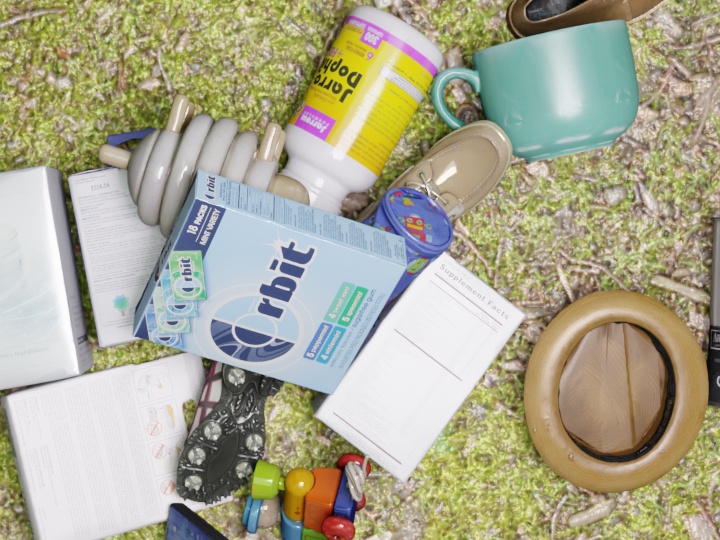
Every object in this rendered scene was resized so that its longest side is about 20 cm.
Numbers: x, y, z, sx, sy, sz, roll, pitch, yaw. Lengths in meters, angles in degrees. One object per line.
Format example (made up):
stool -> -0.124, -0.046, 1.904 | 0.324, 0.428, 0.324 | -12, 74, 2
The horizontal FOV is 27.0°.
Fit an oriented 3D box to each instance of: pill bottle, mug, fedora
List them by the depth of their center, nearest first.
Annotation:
pill bottle -> -0.009, -0.148, 1.460 | 0.104, 0.104, 0.201 | 29, 89, -4
mug -> 0.179, -0.167, 1.460 | 0.184, 0.152, 0.116 | -10, 94, 34
fedora -> 0.248, 0.116, 1.498 | 0.198, 0.082, 0.203 | -1, 97, -5

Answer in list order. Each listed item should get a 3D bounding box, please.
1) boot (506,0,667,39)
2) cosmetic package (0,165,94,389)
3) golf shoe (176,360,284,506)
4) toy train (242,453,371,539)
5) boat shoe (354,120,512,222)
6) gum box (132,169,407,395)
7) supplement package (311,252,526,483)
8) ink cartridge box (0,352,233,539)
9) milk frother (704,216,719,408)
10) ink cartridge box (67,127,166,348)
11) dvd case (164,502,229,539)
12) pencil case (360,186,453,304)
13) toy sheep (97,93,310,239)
boot -> 0.246, -0.278, 1.492 | 0.198, 0.075, 0.074 | -22, 91, -5
cosmetic package -> -0.372, 0.014, 1.429 | 0.197, 0.123, 0.202 | -10, 91, -4
golf shoe -> -0.126, 0.134, 1.475 | 0.077, 0.088, 0.202 | 20, 103, -20
toy train -> -0.053, 0.206, 1.430 | 0.114, 0.201, 0.085 | 12, 55, 4
boat shoe -> 0.063, -0.069, 1.441 | 0.199, 0.065, 0.072 | -35, 95, 30
gum box -> -0.082, 0.015, 1.341 | 0.198, 0.045, 0.171 | 18, 127, -16
supplement package -> 0.055, 0.088, 1.468 | 0.113, 0.110, 0.201 | 37, 89, -4
ink cartridge box -> -0.241, 0.177, 1.490 | 0.198, 0.050, 0.163 | -14, 92, -22
milk frother -> 0.452, 0.045, 1.500 | 0.199, 0.179, 0.190 | 1, 92, -47
ink cartridge box -> -0.205, -0.037, 1.461 | 0.135, 0.076, 0.202 | -11, 93, -7
dvd case -> -0.161, 0.341, 1.436 | 0.017, 0.142, 0.202 | 4, 99, -33
pencil case -> 0.000, 0.000, 1.422 | 0.200, 0.078, 0.087 | -42, 56, 35
toy sheep -> -0.142, -0.084, 1.371 | 0.198, 0.138, 0.139 | 17, 90, 4
